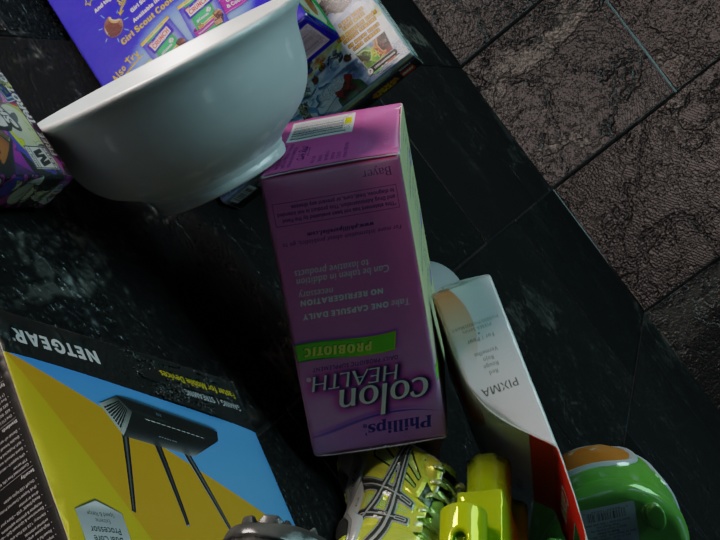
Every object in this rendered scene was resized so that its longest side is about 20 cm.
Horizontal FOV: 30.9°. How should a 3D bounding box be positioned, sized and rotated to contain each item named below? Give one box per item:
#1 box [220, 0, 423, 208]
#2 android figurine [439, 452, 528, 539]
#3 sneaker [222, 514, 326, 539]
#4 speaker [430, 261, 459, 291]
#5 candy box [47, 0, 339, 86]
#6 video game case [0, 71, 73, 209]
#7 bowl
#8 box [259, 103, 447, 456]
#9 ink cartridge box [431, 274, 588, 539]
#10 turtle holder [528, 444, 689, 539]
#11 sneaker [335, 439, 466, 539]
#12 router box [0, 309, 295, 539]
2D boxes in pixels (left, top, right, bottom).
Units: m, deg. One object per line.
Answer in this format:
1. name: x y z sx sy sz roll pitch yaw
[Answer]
1. box: -0.065 -0.166 1.082 0.138 0.199 0.040 57 13 16
2. android figurine: 0.086 0.228 0.846 0.183 0.041 0.202 65 25 -50
3. sneaker: -0.018 0.204 0.599 0.091 0.066 0.201 -66 142 -50
4. speaker: 0.040 0.043 1.153 0.081 0.081 0.200 53 15 2
5. candy box: -0.142 -0.215 1.026 0.201 0.169 0.077 56 13 13
6. video game case: -0.266 -0.121 0.719 0.201 0.036 0.181 55 17 8
7. bowl: -0.110 -0.098 0.859 0.091 0.199 0.201 62 13 -15
8. box: 0.000 0.000 0.937 0.176 0.096 0.202 -83 163 -72
9. ink cartridge box: 0.106 0.126 0.923 0.163 0.050 0.202 72 2 -64
10. turtle holder: 0.224 0.237 1.151 0.185 0.141 0.132 45 16 -22
11. sneaker: 0.031 0.164 0.876 0.075 0.076 0.201 44 19 -32
12. router box: -0.107 0.111 0.640 0.200 0.051 0.150 26 32 -58
